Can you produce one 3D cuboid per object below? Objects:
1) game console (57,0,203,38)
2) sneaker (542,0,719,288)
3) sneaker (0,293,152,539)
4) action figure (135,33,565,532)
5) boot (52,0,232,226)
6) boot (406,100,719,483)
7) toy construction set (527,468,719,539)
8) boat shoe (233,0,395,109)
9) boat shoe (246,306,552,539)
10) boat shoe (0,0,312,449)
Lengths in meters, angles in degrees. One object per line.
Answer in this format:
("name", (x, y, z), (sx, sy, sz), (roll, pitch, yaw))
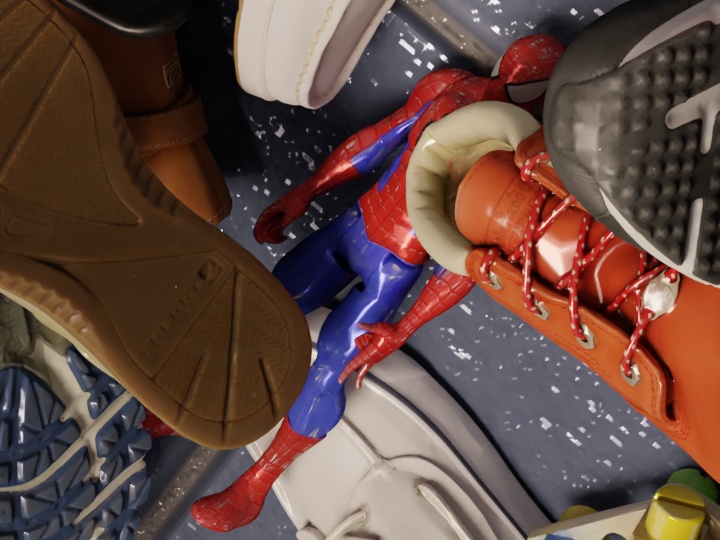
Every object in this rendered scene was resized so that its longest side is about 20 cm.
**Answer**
("game console", (-0.089, -0.197, 0.723), (0.200, 0.116, 0.176), (30, 131, 10))
("sneaker", (0.093, -0.045, 0.665), (0.080, 0.200, 0.074), (21, 107, 29))
("sneaker", (-0.125, 0.026, 0.845), (0.085, 0.077, 0.201), (19, 120, 45))
("action figure", (0.000, 0.000, 0.821), (0.200, 0.052, 0.066), (-49, 64, 25))
("boot", (-0.145, -0.066, 0.877), (0.199, 0.074, 0.155), (-3, 124, 39))
("boot", (0.078, 0.008, 0.697), (0.107, 0.200, 0.075), (24, 97, -25))
("toy construction set", (0.142, 0.087, 0.795), (0.131, 0.092, 0.200), (41, 143, 1))
("boat shoe", (0.024, -0.113, 0.739), (0.069, 0.071, 0.200), (34, 131, 6))
("boat shoe", (0.015, 0.095, 0.887), (0.200, 0.066, 0.072), (49, 132, -5))
("boat shoe", (-0.096, -0.023, 0.758), (0.200, 0.073, 0.063), (51, 164, -28))
